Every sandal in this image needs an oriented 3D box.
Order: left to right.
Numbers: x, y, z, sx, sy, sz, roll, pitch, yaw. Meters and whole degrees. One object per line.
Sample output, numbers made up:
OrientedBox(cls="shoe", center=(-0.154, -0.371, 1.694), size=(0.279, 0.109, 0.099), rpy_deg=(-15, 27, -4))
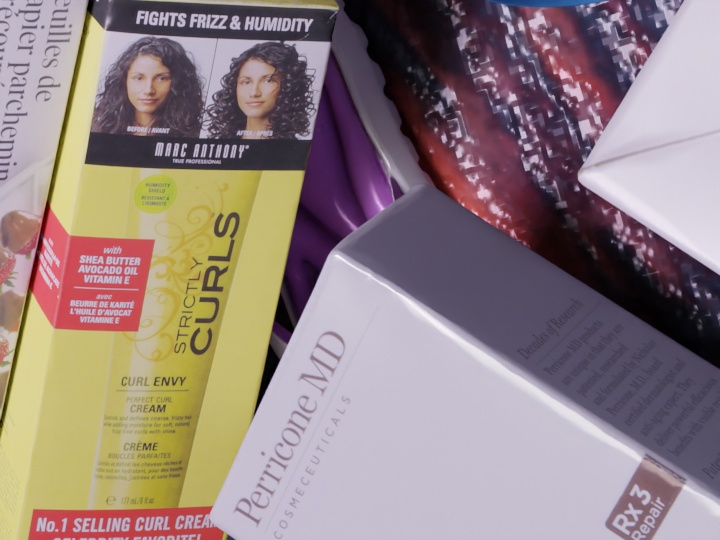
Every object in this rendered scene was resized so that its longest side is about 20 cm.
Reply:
OrientedBox(cls="sandal", center=(-0.005, 0.004, 0.874), size=(0.082, 0.050, 0.203), rpy_deg=(-39, 74, 37))

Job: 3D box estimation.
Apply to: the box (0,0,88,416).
OrientedBox(cls="box", center=(-0.115, -0.030, 0.831), size=(0.041, 0.039, 0.201), rpy_deg=(58, 141, 46))

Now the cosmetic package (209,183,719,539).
OrientedBox(cls="cosmetic package", center=(0.067, 0.074, 0.793), size=(0.200, 0.074, 0.102), rpy_deg=(31, 118, 11))

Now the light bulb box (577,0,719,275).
OrientedBox(cls="light bulb box", center=(0.176, -0.058, 0.593), size=(0.125, 0.200, 0.199), rpy_deg=(36, 101, 26))

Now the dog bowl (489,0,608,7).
OrientedBox(cls="dog bowl", center=(0.102, -0.135, 0.729), size=(0.200, 0.111, 0.050), rpy_deg=(-30, 67, 39))

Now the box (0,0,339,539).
OrientedBox(cls="box", center=(-0.065, 0.000, 0.857), size=(0.050, 0.075, 0.201), rpy_deg=(-125, 42, -53))
